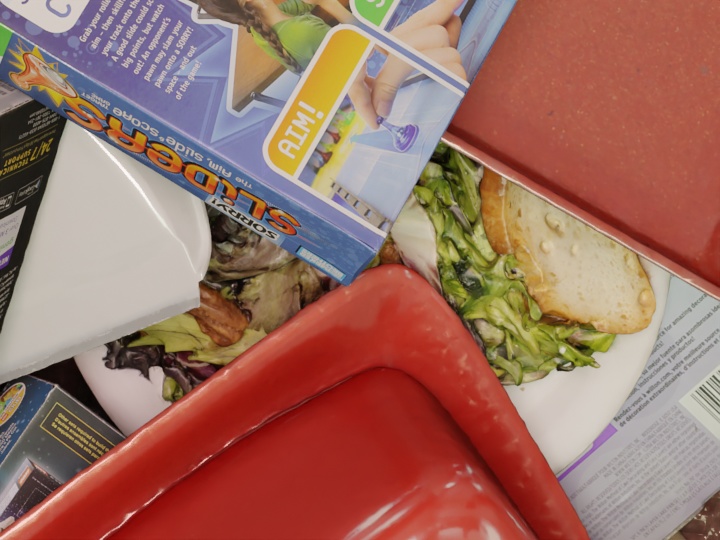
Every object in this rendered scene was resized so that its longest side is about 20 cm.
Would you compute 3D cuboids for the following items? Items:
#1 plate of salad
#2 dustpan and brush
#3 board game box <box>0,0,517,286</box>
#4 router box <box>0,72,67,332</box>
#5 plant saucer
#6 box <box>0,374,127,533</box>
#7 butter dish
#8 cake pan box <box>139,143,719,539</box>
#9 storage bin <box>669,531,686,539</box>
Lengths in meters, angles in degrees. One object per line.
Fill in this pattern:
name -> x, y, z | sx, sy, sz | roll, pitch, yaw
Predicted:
plate of salad -> 0.000, 0.000, 0.926 | 0.200, 0.048, 0.200 | 0, 113, 0
dustpan and brush -> -0.130, -0.069, 0.896 | 0.139, 0.057, 0.200 | -21, 105, 36
board game box -> -0.012, -0.114, 0.835 | 0.135, 0.034, 0.200 | 32, 67, -4
router box -> -0.198, -0.026, 0.871 | 0.200, 0.052, 0.157 | 27, 115, 14
plant saucer -> 0.068, -0.111, 0.894 | 0.199, 0.037, 0.200 | 29, 67, -4
box -> -0.070, 0.145, 0.945 | 0.200, 0.038, 0.137 | 40, 77, -25
butter dish -> 0.003, 0.136, 0.863 | 0.200, 0.148, 0.200 | -36, 116, -11
cake pan box -> 0.039, 0.025, 0.988 | 0.184, 0.052, 0.200 | 41, 108, -17
storage bin -> 0.074, 0.210, 1.007 | 0.198, 0.200, 0.094 | -37, 112, 8
